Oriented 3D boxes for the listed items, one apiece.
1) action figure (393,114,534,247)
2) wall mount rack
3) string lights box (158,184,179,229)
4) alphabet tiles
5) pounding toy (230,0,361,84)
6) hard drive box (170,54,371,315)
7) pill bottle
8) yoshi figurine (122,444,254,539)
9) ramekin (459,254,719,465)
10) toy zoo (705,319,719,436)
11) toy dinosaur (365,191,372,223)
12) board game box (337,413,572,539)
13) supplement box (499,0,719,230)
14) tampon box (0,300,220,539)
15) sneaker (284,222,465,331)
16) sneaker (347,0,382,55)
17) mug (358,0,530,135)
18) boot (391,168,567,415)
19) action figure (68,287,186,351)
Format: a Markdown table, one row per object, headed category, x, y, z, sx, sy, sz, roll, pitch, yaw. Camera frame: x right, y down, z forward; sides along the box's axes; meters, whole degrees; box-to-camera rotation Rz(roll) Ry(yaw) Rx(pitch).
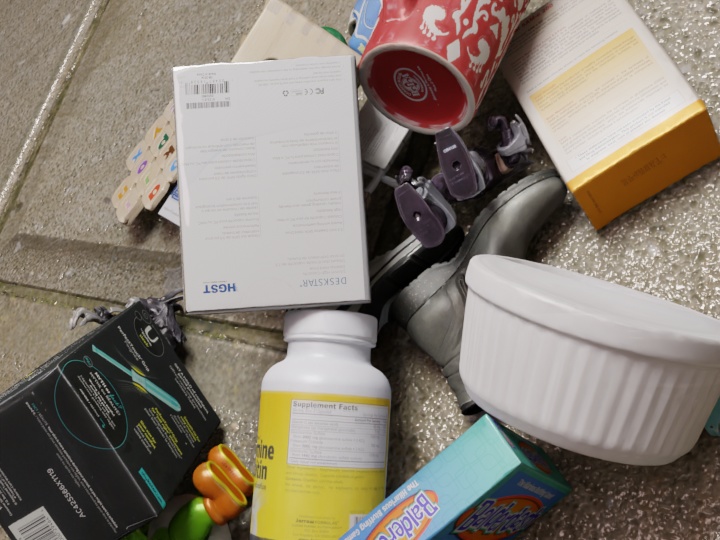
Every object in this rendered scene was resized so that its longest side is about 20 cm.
| category | x | y | z | sx | sy | sz | roll | pitch | yaw |
| --- | --- | --- | --- | --- | --- | --- | --- | --- | --- |
| action figure | 0.086 | -0.084 | 0.785 | 0.129 | 0.200 | 0.070 | -37 | 91 | 20 |
| wall mount rack | 0.021 | -0.148 | 0.942 | 0.173 | 0.074 | 0.202 | 28 | 82 | 37 |
| string lights box | -0.129 | -0.119 | 1.031 | 0.102 | 0.059 | 0.202 | 25 | 81 | 41 |
| alphabet tiles | -0.233 | -0.148 | 1.113 | 0.201 | 0.015 | 0.196 | -51 | 30 | 4 |
| pounding toy | -0.086 | -0.186 | 0.907 | 0.141 | 0.184 | 0.202 | 33 | 91 | -2 |
| hard drive box | -0.072 | -0.068 | 0.773 | 0.153 | 0.077 | 0.204 | -3 | 87 | 1 |
| pill bottle | -0.031 | 0.139 | 0.762 | 0.111 | 0.111 | 0.204 | -3 | 78 | 32 |
| yoshi figurine | -0.196 | 0.244 | 0.853 | 0.200 | 0.112 | 0.112 | -46 | 42 | 6 |
| ramekin | 0.161 | 0.061 | 0.652 | 0.201 | 0.201 | 0.096 | 22 | 103 | 39 |
| toy zoo | 0.332 | 0.061 | 0.646 | 0.199 | 0.020 | 0.132 | -36 | 51 | 13 |
| toy dinosaur | -0.083 | -0.026 | 0.875 | 0.198 | 0.088 | 0.048 | -23 | 62 | 24 |
| board game box | 0.052 | 0.198 | 0.673 | 0.200 | 0.152 | 0.045 | -42 | 59 | 8 |
| supplement box | 0.210 | -0.154 | 0.810 | 0.125 | 0.073 | 0.202 | -32 | 52 | 17 |
| tampon box | -0.236 | 0.144 | 0.823 | 0.125 | 0.151 | 0.200 | -31 | 8 | 12 |
| sneaker | 0.000 | 0.000 | 0.868 | 0.200 | 0.075 | 0.116 | -43 | 51 | 10 |
| sneaker | 0.020 | -0.272 | 0.962 | 0.077 | 0.076 | 0.201 | -38 | 16 | 16 |
| mug | 0.064 | -0.242 | 0.803 | 0.133 | 0.176 | 0.202 | -30 | 32 | 59 |
| boot | 0.132 | 0.022 | 0.788 | 0.200 | 0.068 | 0.131 | -45 | 62 | 5 |
| action figure | -0.257 | 0.090 | 0.978 | 0.201 | 0.102 | 0.118 | -57 | 38 | -3 |
